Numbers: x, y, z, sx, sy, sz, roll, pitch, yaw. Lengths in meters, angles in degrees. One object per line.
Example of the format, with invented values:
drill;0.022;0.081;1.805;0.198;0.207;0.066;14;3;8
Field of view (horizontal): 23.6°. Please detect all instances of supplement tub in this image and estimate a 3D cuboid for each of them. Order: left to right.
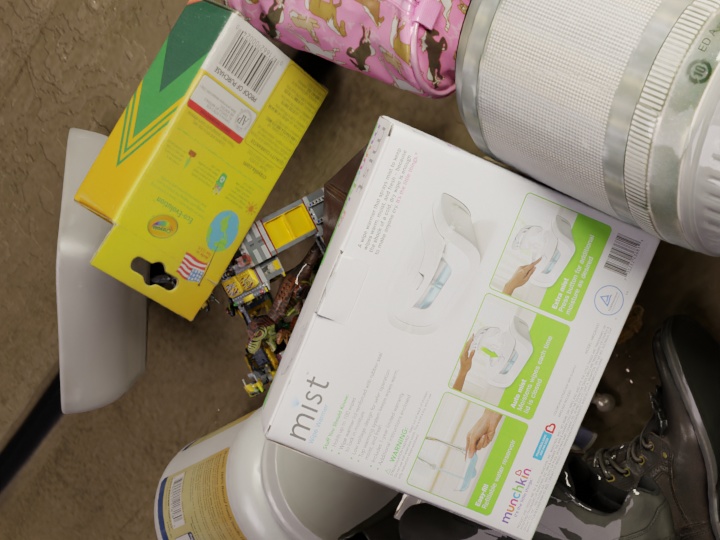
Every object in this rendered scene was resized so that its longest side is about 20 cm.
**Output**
supplement tub;-0.067;0.185;1.412;0.200;0.144;0.145;-30;89;52

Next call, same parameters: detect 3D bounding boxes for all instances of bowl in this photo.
bowl;-0.217;0.002;1.470;0.200;0.074;0.201;-96;10;-52

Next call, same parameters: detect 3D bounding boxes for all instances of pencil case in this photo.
pencil case;-0.009;-0.182;1.179;0.199;0.083;0.087;25;117;38

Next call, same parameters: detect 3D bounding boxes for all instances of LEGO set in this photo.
LEGO set;-0.079;0.028;1.351;0.199;0.116;0.155;-12;103;51

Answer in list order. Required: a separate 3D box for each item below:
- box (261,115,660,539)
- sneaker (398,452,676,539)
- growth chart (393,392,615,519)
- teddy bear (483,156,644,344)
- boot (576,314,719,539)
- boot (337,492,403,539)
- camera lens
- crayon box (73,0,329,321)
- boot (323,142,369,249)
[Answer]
box;0.056;0.033;1.036;0.175;0.097;0.201;21;96;-6
sneaker;0.116;0.161;1.130;0.199;0.076;0.091;0;111;26
growth chart;0.101;0.151;1.223;0.144;0.018;0.201;18;108;-3
teddy bear;0.113;0.015;1.139;0.144;0.067;0.201;-15;81;18
boot;0.169;0.131;1.146;0.173;0.069;0.201;-8;109;33
boot;0.065;0.251;1.311;0.077;0.138;0.201;-21;97;51
camera lens;0.165;-0.109;0.967;0.199;0.160;0.161;29;131;34
crayon box;-0.119;-0.077;1.228;0.051;0.201;0.127;27;174;37
boot;0.000;0.000;1.183;0.064;0.187;0.200;30;180;-22
